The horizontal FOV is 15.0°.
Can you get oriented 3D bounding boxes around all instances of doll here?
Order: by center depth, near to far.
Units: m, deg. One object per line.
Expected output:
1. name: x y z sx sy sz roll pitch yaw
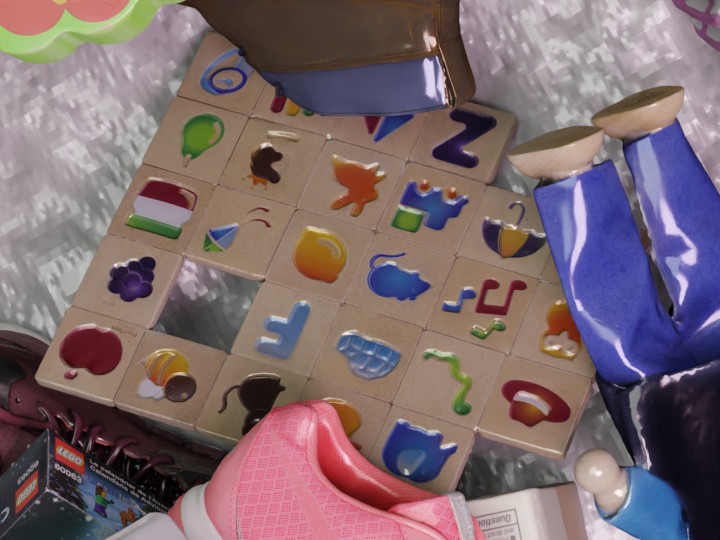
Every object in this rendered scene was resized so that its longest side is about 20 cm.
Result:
1. doll: 0.125 0.036 0.991 0.136 0.048 0.201 -25 101 -27

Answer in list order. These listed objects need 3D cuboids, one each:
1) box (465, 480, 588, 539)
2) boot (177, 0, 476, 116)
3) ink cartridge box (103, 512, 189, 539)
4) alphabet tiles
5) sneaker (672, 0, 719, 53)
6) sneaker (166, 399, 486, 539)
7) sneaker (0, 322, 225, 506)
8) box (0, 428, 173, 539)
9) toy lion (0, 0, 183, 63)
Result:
1. box: 0.051 0.185 1.013 0.095 0.078 0.201 -12 85 15
2. boot: -0.043 -0.098 1.043 0.199 0.075 0.097 -6 107 41
3. ink cartridge box: -0.052 0.206 0.928 0.083 0.200 0.147 -28 48 -20
4. alphabet tiles: 0.000 0.000 1.030 0.199 0.008 0.168 17 63 16
5. sneaker: 0.136 -0.160 0.980 0.088 0.080 0.201 -26 110 -6
6. sneaker: 0.021 0.123 0.939 0.200 0.074 0.087 41 107 16
7. sneaker: -0.102 0.089 1.040 0.200 0.115 0.076 29 96 15
8. box: -0.125 0.166 1.027 0.136 0.038 0.200 35 113 -24
9. toy lion: -0.143 -0.170 0.994 0.199 0.069 0.193 -6 85 10
